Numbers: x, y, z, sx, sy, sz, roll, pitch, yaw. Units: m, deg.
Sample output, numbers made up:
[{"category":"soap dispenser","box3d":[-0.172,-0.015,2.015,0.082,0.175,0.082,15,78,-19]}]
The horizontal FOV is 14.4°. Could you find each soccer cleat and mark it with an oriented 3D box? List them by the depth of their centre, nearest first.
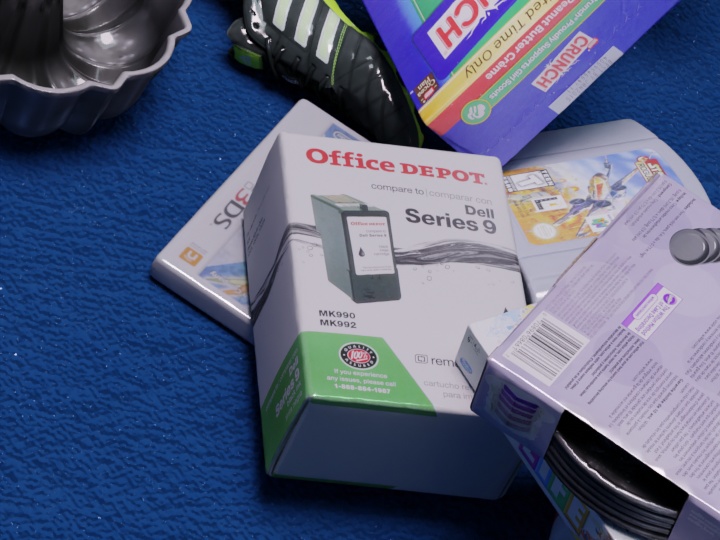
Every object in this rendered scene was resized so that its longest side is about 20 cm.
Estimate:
[{"category":"soccer cleat","box3d":[-0.035,-0.141,1.831,0.081,0.068,0.200,-32,70,-16]}]

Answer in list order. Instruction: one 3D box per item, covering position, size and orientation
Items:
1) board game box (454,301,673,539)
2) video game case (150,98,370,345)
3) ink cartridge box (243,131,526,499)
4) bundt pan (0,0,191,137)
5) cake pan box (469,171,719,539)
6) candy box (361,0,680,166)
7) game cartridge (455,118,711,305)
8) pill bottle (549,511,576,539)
[{"category":"board game box","box3d":[0.160,0.095,1.566,0.134,0.034,0.200,-18,57,-27]},{"category":"video game case","box3d":[0.000,0.000,1.748,0.200,0.022,0.182,34,48,7]},{"category":"ink cartridge box","box3d":[0.016,0.024,1.662,0.146,0.084,0.200,6,50,-17]},{"category":"bundt pan","box3d":[-0.208,-0.161,1.759,0.201,0.076,0.202,12,49,-14]},{"category":"cake pan box","box3d":[0.184,0.059,1.547,0.184,0.052,0.200,32,49,15]},{"category":"candy box","box3d":[0.088,-0.187,1.781,0.077,0.169,0.200,32,23,-41]},{"category":"game cartridge","box3d":[0.144,-0.032,1.742,0.133,0.042,0.200,-13,32,-7]},{"category":"pill bottle","box3d":[0.186,0.104,1.670,0.119,0.120,0.200,23,48,-3]}]
